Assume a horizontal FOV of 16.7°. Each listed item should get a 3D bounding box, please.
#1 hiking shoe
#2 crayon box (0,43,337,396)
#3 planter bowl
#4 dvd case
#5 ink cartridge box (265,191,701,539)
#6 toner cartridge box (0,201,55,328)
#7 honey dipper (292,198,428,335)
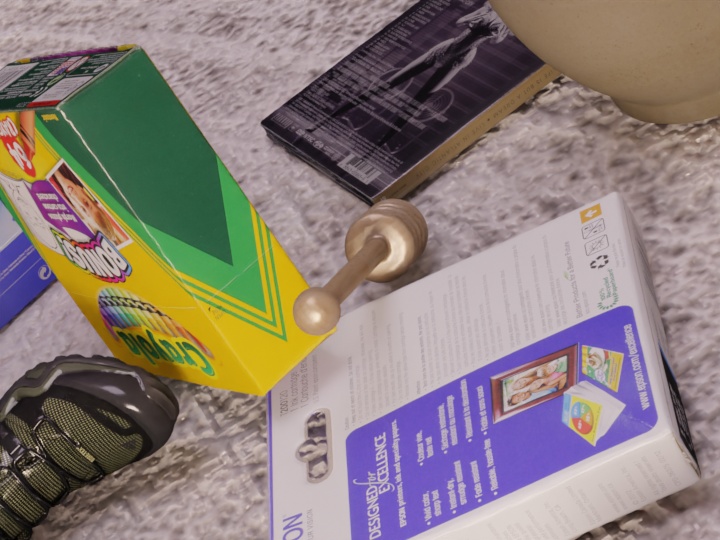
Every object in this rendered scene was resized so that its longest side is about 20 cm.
[{"bbox_3d":[-0.176,0.114,1.251,0.199,0.076,0.101,-23,41,28],"label":"hiking shoe"},{"bbox_3d":[-0.117,-0.026,1.241,0.058,0.173,0.200,-39,17,-19],"label":"crayon box"},{"bbox_3d":[0.162,-0.163,1.283,0.199,0.135,0.201,-20,34,14],"label":"planter bowl"},{"bbox_3d":[0.052,-0.119,1.419,0.200,0.016,0.149,-38,33,-11],"label":"dvd case"},{"bbox_3d":[0.050,0.065,1.150,0.199,0.044,0.199,-23,32,13],"label":"ink cartridge box"},{"bbox_3d":[-0.236,-0.002,1.463,0.200,0.043,0.095,-45,37,-22],"label":"toner cartridge box"},{"bbox_3d":[0.000,0.000,1.205,0.038,0.038,0.200,-21,7,14],"label":"honey dipper"}]
